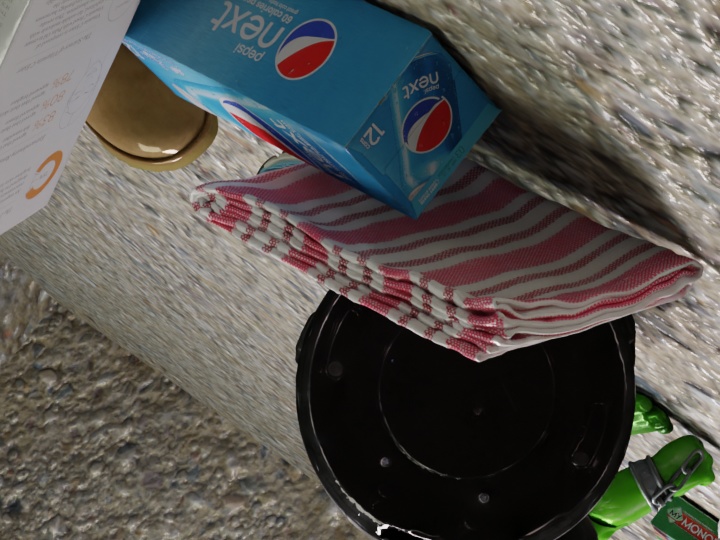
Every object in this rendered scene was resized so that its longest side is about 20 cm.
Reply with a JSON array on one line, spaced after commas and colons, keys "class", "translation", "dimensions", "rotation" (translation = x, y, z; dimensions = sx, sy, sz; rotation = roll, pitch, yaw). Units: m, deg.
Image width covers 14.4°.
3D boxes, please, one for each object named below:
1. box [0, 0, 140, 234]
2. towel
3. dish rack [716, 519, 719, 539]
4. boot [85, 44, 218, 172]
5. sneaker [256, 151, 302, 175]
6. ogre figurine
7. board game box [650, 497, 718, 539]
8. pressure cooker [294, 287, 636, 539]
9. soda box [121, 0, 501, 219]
[{"class": "box", "translation": [-0.181, -0.111, 1.336], "dimensions": [0.097, 0.200, 0.124], "rotation": [36, -147, 11]}, {"class": "towel", "translation": [0.039, -0.019, 1.311], "dimensions": [0.146, 0.030, 0.200], "rotation": [-15, -149, -43]}, {"class": "dish rack", "translation": [0.286, 0.256, 1.789], "dimensions": [0.200, 0.043, 0.172], "rotation": [26, 138, 53]}, {"class": "boot", "translation": [-0.190, -0.153, 1.738], "dimensions": [0.175, 0.066, 0.200], "rotation": [32, 169, 35]}, {"class": "sneaker", "translation": [0.000, 0.000, 1.672], "dimensions": [0.200, 0.090, 0.078], "rotation": [34, 171, 34]}, {"class": "ogre figurine", "translation": [0.102, 0.104, 1.706], "dimensions": [0.200, 0.120, 0.098], "rotation": [36, 172, 7]}, {"class": "board game box", "translation": [0.289, 0.232, 1.935], "dimensions": [0.200, 0.029, 0.135], "rotation": [35, 172, 19]}, {"class": "pressure cooker", "translation": [0.050, 0.066, 1.488], "dimensions": [0.178, 0.177, 0.200], "rotation": [8, 173, 1]}, {"class": "soda box", "translation": [-0.030, -0.096, 1.339], "dimensions": [0.200, 0.068, 0.064], "rotation": [29, 169, 47]}]
